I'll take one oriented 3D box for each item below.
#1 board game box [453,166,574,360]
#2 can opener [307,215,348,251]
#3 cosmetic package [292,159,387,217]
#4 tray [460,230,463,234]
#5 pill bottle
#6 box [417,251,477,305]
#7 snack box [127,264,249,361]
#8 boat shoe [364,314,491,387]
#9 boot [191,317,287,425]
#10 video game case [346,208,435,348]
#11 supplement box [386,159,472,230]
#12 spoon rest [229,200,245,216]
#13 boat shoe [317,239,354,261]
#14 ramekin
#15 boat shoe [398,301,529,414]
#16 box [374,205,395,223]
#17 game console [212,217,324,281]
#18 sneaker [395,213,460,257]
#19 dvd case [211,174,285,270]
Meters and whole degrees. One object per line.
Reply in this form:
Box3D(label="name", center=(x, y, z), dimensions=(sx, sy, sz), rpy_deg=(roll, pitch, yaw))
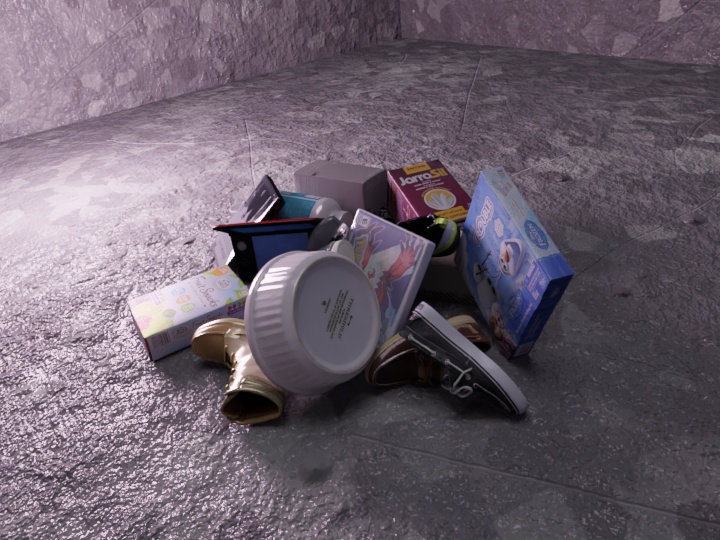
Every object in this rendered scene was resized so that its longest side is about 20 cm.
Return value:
Box3D(label="board game box", center=(0.214, -0.007, 0.849), dimensions=(0.042, 0.203, 0.203), rpy_deg=(-12, 54, -14))
Box3D(label="can opener", center=(-0.094, -0.013, 1.006), dimensions=(0.200, 0.066, 0.054), rpy_deg=(-47, 23, 18))
Box3D(label="cosmetic package", center=(-0.043, -0.184, 1.283), dimensions=(0.194, 0.093, 0.106), rpy_deg=(10, 30, 31))
Box3D(label="tray", center=(0.198, -0.051, 1.052), dimensions=(0.196, 0.023, 0.105), rpy_deg=(11, -3, -43))
Box3D(label="pill bottle", center=(-0.111, -0.104, 1.231), dimensions=(0.195, 0.114, 0.111), rpy_deg=(13, 35, 30))
Box3D(label="box", center=(0.166, 0.005, 1.034), dimensions=(0.194, 0.070, 0.082), rpy_deg=(9, 33, 25))
Box3D(label="snack box", center=(-0.304, 0.069, 1.034), dimensions=(0.195, 0.055, 0.142), rpy_deg=(-22, 35, -25))
Box3D(label="boat shoe", center=(0.102, 0.128, 0.840), dimensions=(0.194, 0.074, 0.072), rpy_deg=(-16, 35, -19))
Box3D(label="boot", center=(-0.186, 0.150, 0.857), dimensions=(0.193, 0.075, 0.157), rpy_deg=(7, 32, 9))
Box3D(label="video game case", center=(0.019, 0.022, 0.929), dimensions=(0.023, 0.206, 0.180), rpy_deg=(15, 9, -43))
Box3D(label="supplement box", center=(0.146, -0.122, 1.178), dimensions=(0.127, 0.105, 0.202), rpy_deg=(-15, 45, -14))
Box3D(label="spoon rest", center=(-0.261, -0.130, 1.357), dimensions=(0.096, 0.062, 0.201), rpy_deg=(-11, 31, -8))
Box3D(label="boat shoe", center=(-0.053, 0.054, 0.924), dimensions=(0.060, 0.207, 0.072), rpy_deg=(-4, -17, 36))
Box3D(label="ramekin", center=(-0.057, 0.067, 0.804), dimensions=(0.093, 0.207, 0.201), rpy_deg=(-17, 13, 48))
Box3D(label="boat shoe", center=(0.137, 0.134, 0.780), dimensions=(0.068, 0.198, 0.074), rpy_deg=(-47, -3, -6))
Box3D(label="box", center=(0.015, -0.163, 1.369), dimensions=(0.154, 0.051, 0.202), rpy_deg=(1, 31, 7))
Box3D(label="game console", center=(-0.153, -0.035, 1.061), dimensions=(0.192, 0.177, 0.120), rpy_deg=(-3, 30, 4))
Box3D(label="sneaker", center=(0.080, -0.060, 0.968), dimensions=(0.197, 0.082, 0.074), rpy_deg=(-16, 54, 47))
Box3D(label="dvd case", center=(-0.240, -0.095, 1.208), dimensions=(0.201, 0.024, 0.151), rpy_deg=(-51, 32, 9))
